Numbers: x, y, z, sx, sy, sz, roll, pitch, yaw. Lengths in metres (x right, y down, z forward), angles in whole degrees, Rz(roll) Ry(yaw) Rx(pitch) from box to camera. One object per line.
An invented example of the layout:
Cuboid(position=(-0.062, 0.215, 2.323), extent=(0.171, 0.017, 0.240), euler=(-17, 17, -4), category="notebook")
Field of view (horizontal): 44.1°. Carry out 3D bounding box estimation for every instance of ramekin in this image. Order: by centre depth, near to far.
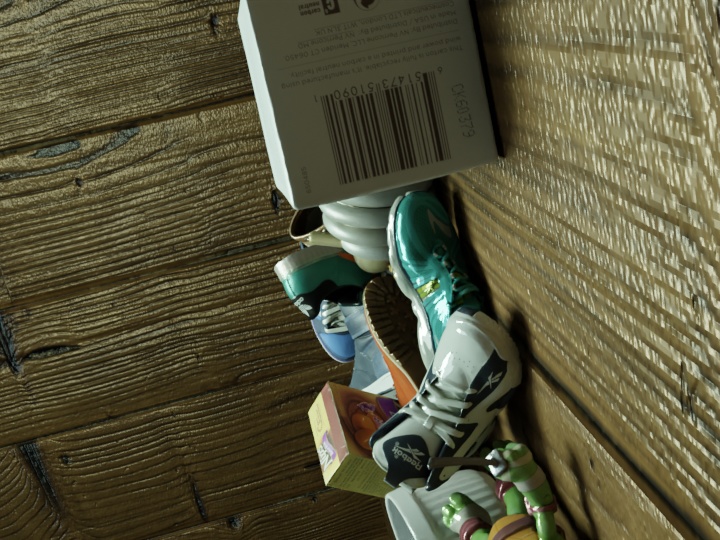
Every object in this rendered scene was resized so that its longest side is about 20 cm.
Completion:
Cuboid(position=(0.114, 0.302, 0.909), extent=(0.200, 0.105, 0.200), euler=(158, 90, -80), category="ramekin")

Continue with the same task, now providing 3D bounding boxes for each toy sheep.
Cuboid(position=(0.014, -0.085, 0.927), extent=(0.138, 0.138, 0.200), euler=(-112, 15, -54), category="toy sheep")

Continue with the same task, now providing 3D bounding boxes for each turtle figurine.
Cuboid(position=(0.091, 0.201, 0.728), extent=(0.194, 0.200, 0.144), euler=(-73, -15, -84), category="turtle figurine")

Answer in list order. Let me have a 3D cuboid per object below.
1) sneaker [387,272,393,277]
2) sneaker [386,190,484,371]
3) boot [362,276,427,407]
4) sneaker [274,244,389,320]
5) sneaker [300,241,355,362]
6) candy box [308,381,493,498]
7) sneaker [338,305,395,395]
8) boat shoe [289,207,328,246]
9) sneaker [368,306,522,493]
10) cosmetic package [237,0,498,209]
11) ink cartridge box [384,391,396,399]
Cuboid(position=(0.042, 0.073, 1.264), extent=(0.200, 0.084, 0.075), euler=(-111, 10, -52), category="sneaker")
Cuboid(position=(0.087, 0.016, 0.851), extent=(0.080, 0.077, 0.200), euler=(-8, 103, 67), category="sneaker")
Cuboid(position=(0.054, 0.105, 0.977), extent=(0.200, 0.075, 0.107), euler=(60, 154, 10), category="boot")
Cuboid(position=(0.000, 0.000, 1.023), extent=(0.080, 0.200, 0.071), euler=(63, 148, 10), category="sneaker")
Cuboid(position=(-0.034, 0.035, 1.224), extent=(0.146, 0.080, 0.200), euler=(-176, 77, -87), category="sneaker")
Cuboid(position=(0.048, 0.204, 1.012), extent=(0.057, 0.200, 0.117), euler=(-57, 30, 24), category="candy box")
Cuboid(position=(0.012, 0.089, 1.134), extent=(0.146, 0.077, 0.202), euler=(64, 156, 9), category="sneaker")
Cuboid(position=(-0.020, -0.098, 1.096), extent=(0.200, 0.072, 0.076), euler=(-54, 55, 31), category="boat shoe")
Cuboid(position=(0.068, 0.129, 0.778), extent=(0.079, 0.130, 0.199), euler=(36, 148, 16), category="sneaker")
Cuboid(position=(-0.003, -0.156, 0.736), extent=(0.200, 0.165, 0.165), euler=(-134, 30, -76), category="cosmetic package")
Cuboid(position=(0.075, 0.246, 1.378), extent=(0.147, 0.083, 0.200), euler=(107, 150, -78), category="ink cartridge box")
